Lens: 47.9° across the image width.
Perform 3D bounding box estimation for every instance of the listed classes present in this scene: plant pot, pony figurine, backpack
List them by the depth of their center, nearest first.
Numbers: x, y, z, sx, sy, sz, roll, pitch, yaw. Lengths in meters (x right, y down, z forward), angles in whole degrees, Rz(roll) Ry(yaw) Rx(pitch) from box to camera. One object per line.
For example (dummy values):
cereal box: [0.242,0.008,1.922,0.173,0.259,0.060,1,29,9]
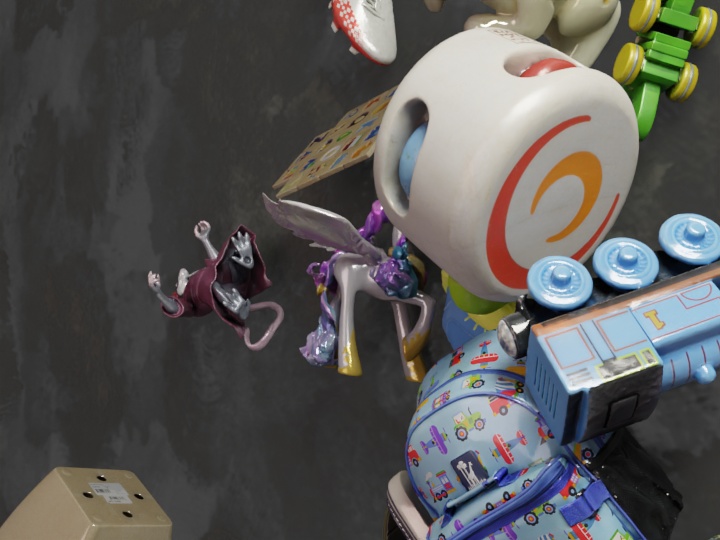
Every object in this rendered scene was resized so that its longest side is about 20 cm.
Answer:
backpack: [0.120,0.158,0.627,0.182,0.134,0.201,-37,89,37]
pony figurine: [0.000,0.000,0.810,0.189,0.166,0.205,7,88,13]
plant pot: [-0.374,0.387,1.119,0.199,0.198,0.180,33,99,41]

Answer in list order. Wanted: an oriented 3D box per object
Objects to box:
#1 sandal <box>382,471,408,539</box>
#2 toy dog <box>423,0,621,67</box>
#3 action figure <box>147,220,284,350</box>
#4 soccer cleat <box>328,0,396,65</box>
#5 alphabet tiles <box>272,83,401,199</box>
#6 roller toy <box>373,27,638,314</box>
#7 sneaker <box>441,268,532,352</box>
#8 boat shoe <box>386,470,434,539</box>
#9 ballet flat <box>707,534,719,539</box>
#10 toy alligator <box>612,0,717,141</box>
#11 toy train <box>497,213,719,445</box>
sandal: [0.056,0.286,0.769,0.057,0.078,0.206,-169,78,-77]
toy dog: [0.133,-0.260,0.639,0.194,0.198,0.141,-42,60,35]
action figure: [-0.180,0.020,1.029,0.149,0.134,0.199,48,147,-14]
soccer cleat: [0.005,-0.313,0.866,0.085,0.068,0.203,-38,57,41]
alphabet tiles: [-0.003,-0.140,0.819,0.198,0.167,0.006,-18,118,43]
roller toy: [0.109,-0.086,0.627,0.200,0.183,0.140,-44,47,-3]
sneaker: [0.143,0.063,0.707,0.200,0.075,0.107,40,130,43]
boat shoe: [0.067,0.281,0.706,0.092,0.075,0.201,-41,81,15]
ballet flat: [0.219,0.260,0.608,0.201,0.073,0.075,-53,54,29]
toy alligator: [0.241,-0.202,0.632,0.054,0.058,0.204,-104,29,-78]
toy train: [0.198,0.038,0.566,0.088,0.196,0.115,83,167,-50]
